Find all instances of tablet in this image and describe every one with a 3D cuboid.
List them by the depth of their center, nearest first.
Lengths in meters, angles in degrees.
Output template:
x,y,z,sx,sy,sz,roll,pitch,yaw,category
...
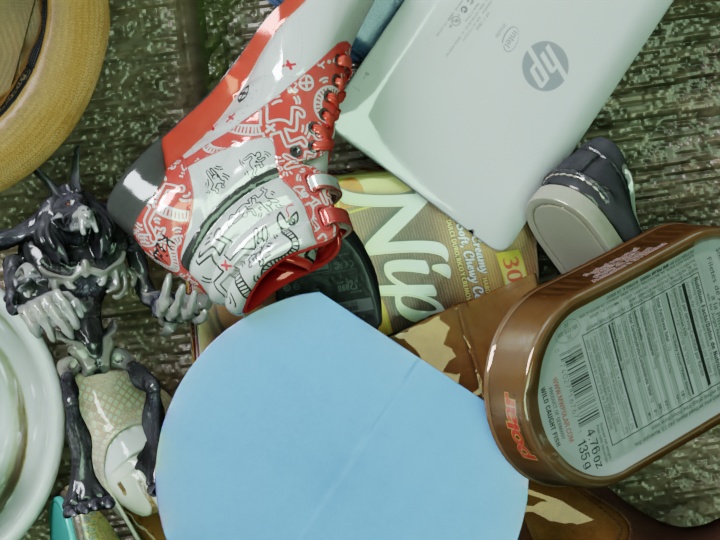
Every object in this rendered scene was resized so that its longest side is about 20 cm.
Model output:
x,y,z,sx,sy,sz,roll,pitch,yaw,category
0.085,-0.126,1.489,0.130,0.014,0.200,36,83,-16,tablet

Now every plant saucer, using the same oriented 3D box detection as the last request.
x,y,z,sx,sy,sz,roll,pitch,yaw,category
-0.267,0.083,1.499,0.200,0.050,0.201,-1,98,-9,plant saucer

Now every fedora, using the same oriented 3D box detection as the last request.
x,y,z,sx,sy,sz,roll,pitch,yaw,category
-0.232,-0.135,1.455,0.200,0.082,0.201,-1,97,-9,fedora

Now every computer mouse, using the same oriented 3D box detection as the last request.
x,y,z,sx,sy,sz,roll,pitch,yaw,category
-0.009,0.064,1.480,0.058,0.034,0.201,-7,99,12,computer mouse

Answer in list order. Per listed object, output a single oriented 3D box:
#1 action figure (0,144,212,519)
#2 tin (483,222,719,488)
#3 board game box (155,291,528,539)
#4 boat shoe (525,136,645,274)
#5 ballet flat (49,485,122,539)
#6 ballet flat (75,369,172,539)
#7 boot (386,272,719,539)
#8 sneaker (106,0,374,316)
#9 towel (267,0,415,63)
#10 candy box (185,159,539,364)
x,y,z,sx,sy,sz,roll,pitch,yaw,category
-0.139,0.027,1.450,0.119,0.102,0.201,-12,88,-26,action figure
0.152,0.046,1.450,0.200,0.042,0.112,-26,111,-34,tin
-0.011,0.111,1.444,0.200,0.039,0.158,33,94,-3,board game box
0.165,0.007,1.526,0.063,0.073,0.200,-56,129,-27,boat shoe
-0.141,0.217,1.532,0.070,0.071,0.201,-3,101,-8,ballet flat
-0.100,0.141,1.524,0.067,0.062,0.200,-32,101,-10,ballet flat
0.119,0.100,1.500,0.188,0.068,0.201,-17,84,-4,boot
-0.031,-0.069,1.430,0.108,0.067,0.201,41,81,12,sneaker
-0.039,-0.212,1.489,0.200,0.049,0.112,39,91,-11,towel
0.000,0.000,1.521,0.199,0.055,0.116,-6,98,-7,candy box
